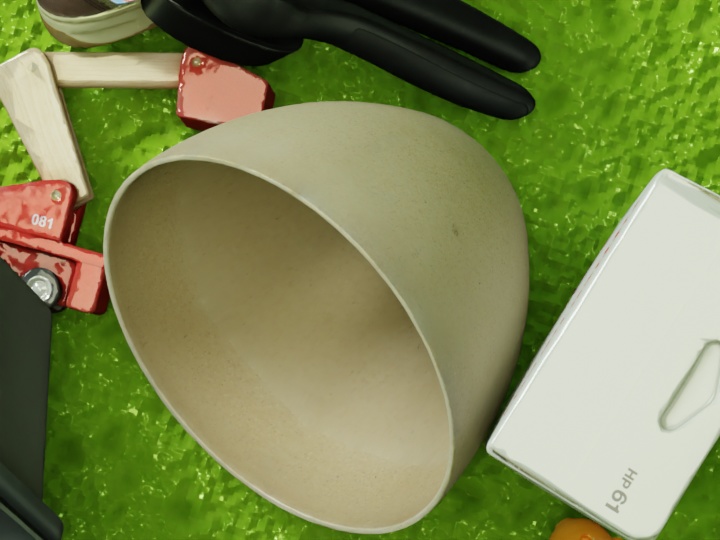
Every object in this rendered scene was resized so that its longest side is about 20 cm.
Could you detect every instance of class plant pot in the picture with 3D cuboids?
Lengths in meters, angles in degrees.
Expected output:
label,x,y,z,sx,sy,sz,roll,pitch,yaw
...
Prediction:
label,x,y,z,sx,sy,sz,roll,pitch,yaw
plant pot,0.000,0.000,1.274,0.200,0.200,0.134,46,53,3

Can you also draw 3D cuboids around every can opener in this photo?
label,x,y,z,sx,sy,sz,roll,pitch,yaw
can opener,-0.001,-0.123,1.304,0.200,0.079,0.064,14,72,-23

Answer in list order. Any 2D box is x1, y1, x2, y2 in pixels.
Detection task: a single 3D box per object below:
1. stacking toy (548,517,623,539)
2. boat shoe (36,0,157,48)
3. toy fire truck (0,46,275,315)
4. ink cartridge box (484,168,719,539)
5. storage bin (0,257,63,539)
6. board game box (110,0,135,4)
label,x,y,z,sx,sy,sz,roll,pitch,yaw
stacking toy,0.135,0.208,1.298,0.116,0.110,0.200,-21,76,-15
boat shoe,-0.066,-0.173,1.315,0.200,0.065,0.073,-30,55,-6
toy fire truck,-0.153,-0.053,1.334,0.200,0.049,0.141,15,88,3
ink cartridge box,0.126,0.040,1.246,0.085,0.200,0.145,32,88,2
storage bin,-0.237,0.061,1.261,0.200,0.146,0.135,-9,57,21
board game box,-0.095,-0.202,1.277,0.158,0.200,0.039,-41,132,-16
